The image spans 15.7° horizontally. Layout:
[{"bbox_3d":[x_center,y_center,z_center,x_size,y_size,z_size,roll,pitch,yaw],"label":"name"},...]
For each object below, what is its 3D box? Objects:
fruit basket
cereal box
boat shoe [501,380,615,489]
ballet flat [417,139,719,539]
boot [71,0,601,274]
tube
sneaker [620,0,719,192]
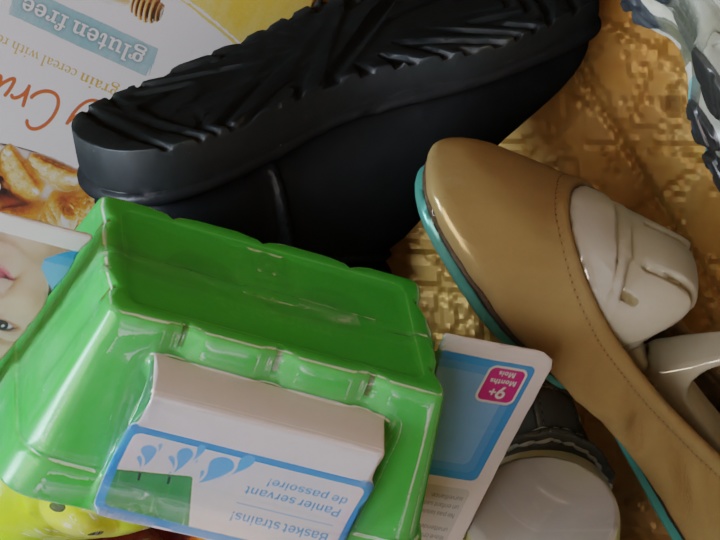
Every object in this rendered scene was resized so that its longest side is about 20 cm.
[{"bbox_3d":[-0.059,0.087,0.797,0.184,0.094,0.201,16,114,-19],"label":"fruit basket"},{"bbox_3d":[-0.117,-0.038,0.909,0.143,0.040,0.201,23,86,-13],"label":"cereal box"},{"bbox_3d":[0.034,0.120,0.942,0.072,0.061,0.202,12,131,-17],"label":"boat shoe"},{"bbox_3d":[0.094,0.021,0.845,0.063,0.069,0.200,-23,127,26],"label":"ballet flat"},{"bbox_3d":[0.000,0.000,0.883,0.076,0.199,0.169,30,136,49],"label":"boot"},{"bbox_3d":[0.060,0.147,0.895,0.058,0.052,0.201,22,139,20],"label":"tube"},{"bbox_3d":[0.128,-0.103,0.839,0.086,0.078,0.201,-22,77,-7],"label":"sneaker"}]
